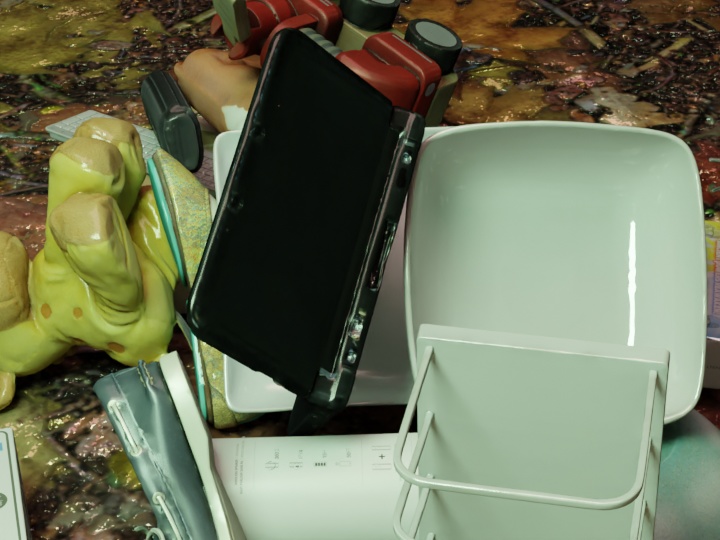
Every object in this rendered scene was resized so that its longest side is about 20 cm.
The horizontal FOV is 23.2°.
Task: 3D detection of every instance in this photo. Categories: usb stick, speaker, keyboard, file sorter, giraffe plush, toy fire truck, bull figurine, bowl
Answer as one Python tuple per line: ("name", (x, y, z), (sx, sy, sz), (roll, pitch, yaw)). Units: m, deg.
("usb stick", (-0.145, -0.114, 1.338), (0.032, 0.056, 0.200), (-10, 16, -9))
("speaker", (-0.024, 0.142, 1.091), (0.198, 0.082, 0.081), (-2, 31, -1))
("keyboard", (-0.164, -0.095, 1.410), (0.199, 0.011, 0.056), (21, 37, 30))
("file sorter", (0.090, 0.153, 0.962), (0.137, 0.202, 0.125), (6, 36, 11))
("giraffe plush", (-0.217, 0.011, 1.250), (0.161, 0.202, 0.173), (-14, 21, 12))
("toy fire truck", (-0.038, -0.168, 1.312), (0.176, 0.129, 0.199), (38, 35, 21))
("bull figurine", (-0.072, -0.118, 1.388), (0.121, 0.066, 0.200), (7, 30, -40))
("bowl", (0.122, 0.008, 1.152), (0.198, 0.202, 0.075), (1, -6, -7))

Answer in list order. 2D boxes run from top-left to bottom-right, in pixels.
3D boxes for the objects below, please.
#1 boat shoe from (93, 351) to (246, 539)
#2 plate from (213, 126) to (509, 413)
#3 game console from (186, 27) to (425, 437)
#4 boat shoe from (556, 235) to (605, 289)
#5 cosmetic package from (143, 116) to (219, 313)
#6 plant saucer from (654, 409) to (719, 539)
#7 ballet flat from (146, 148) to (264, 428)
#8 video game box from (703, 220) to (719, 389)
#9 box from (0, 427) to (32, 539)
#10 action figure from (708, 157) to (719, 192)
("boat shoe", (-0.102, 0.149, 1.014), (0.061, 0.202, 0.075), (-19, -3, -2))
("plate", (0.000, 0.000, 1.205), (0.197, 0.032, 0.202), (-2, 73, -8))
("game console", (-0.041, -0.017, 1.090), (0.115, 0.176, 0.202), (20, 71, -8))
("boat shoe", (0.144, -0.044, 1.285), (0.068, 0.085, 0.200), (-17, 31, -8))
("cosmetic package", (-0.132, -0.048, 1.412), (0.104, 0.072, 0.201), (1, 31, 3))
("plant saucer", (0.158, 0.120, 1.161), (0.199, 0.039, 0.202), (-2, 31, 1))
("ballet flat", (-0.099, 0.009, 1.229), (0.070, 0.202, 0.071), (-13, -8, -2))
("video game box", (0.188, 0.014, 1.313), (0.180, 0.047, 0.200), (4, 27, 12))
("box", (-0.252, 0.184, 1.050), (0.115, 0.061, 0.201), (-8, 32, -10))
("action figure", (0.355, -0.032, 1.337), (0.101, 0.120, 0.200), (-23, 46, -16))
